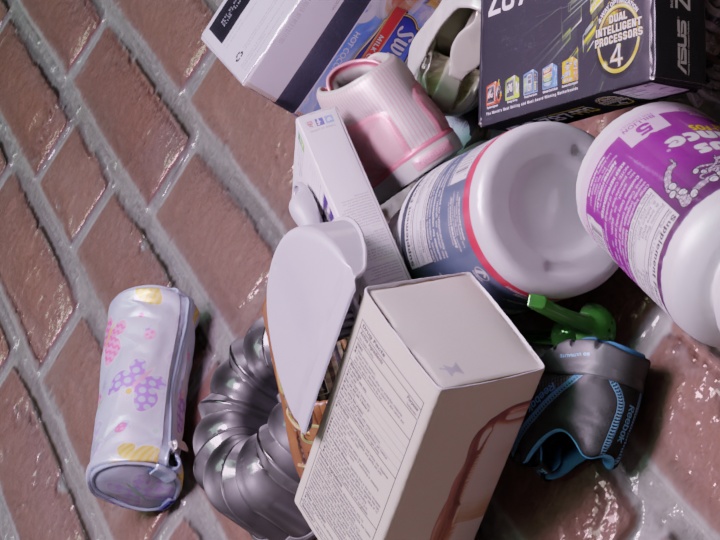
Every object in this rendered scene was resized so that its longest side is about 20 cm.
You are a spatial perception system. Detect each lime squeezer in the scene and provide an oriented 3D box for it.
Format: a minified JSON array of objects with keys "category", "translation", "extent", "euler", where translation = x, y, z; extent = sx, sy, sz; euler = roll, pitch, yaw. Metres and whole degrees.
[{"category":"lime squeezer","translation":[0.133,0.043,1.437],"extent":[0.200,0.071,0.038],"euler":[121,143,-81]}]

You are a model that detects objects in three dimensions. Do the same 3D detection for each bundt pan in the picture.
[{"category":"bundt pan","translation":[-0.062,0.111,1.663],"extent":[0.202,0.076,0.202],"euler":[-37,37,35]}]

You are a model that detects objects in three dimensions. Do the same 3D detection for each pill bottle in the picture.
[{"category":"pill bottle","translation":[0.094,-0.026,1.481],"extent":[0.200,0.119,0.120],"euler":[-24,45,66]},{"category":"pill bottle","translation":[0.220,-0.020,1.302],"extent":[0.112,0.112,0.200],"euler":[-55,31,11]}]

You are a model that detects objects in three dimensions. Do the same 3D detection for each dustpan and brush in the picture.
[{"category":"dustpan and brush","translation":[-0.031,0.000,1.467],"extent":[0.200,0.057,0.140],"euler":[60,141,45]}]

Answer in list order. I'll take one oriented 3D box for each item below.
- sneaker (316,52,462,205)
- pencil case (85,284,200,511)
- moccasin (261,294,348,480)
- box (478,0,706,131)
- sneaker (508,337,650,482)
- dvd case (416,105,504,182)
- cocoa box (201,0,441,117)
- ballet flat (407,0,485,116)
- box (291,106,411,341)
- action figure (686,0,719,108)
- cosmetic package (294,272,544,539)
[{"category":"sneaker","translation":[0.014,-0.110,1.602],"extent":[0.075,0.105,0.200],"euler":[-37,1,-10]},{"category":"pencil case","translation":[-0.187,0.109,1.848],"extent":[0.091,0.083,0.200],"euler":[-43,34,41]},{"category":"moccasin","translation":[-0.019,0.099,1.542],"extent":[0.078,0.074,0.202],"euler":[103,155,-79]},{"category":"box","translation":[0.151,-0.184,1.409],"extent":[0.200,0.049,0.161],"euler":[-9,76,60]},{"category":"sneaker","translation":[0.106,0.098,1.420],"extent":[0.200,0.073,0.082],"euler":[-16,56,53]},{"category":"dvd case","translation":[0.122,-0.148,1.648],"extent":[0.146,0.022,0.200],"euler":[20,84,60]},{"category":"cocoa box","translation":[-0.017,-0.232,1.818],"extent":[0.200,0.131,0.133],"euler":[-56,31,11]},{"category":"ballet flat","translation":[0.072,-0.159,1.579],"extent":[0.200,0.069,0.070],"euler":[115,165,-58]},{"category":"box","translation":[0.000,0.000,1.546],"extent":[0.144,0.036,0.200],"euler":[98,152,-66]},{"category":"action figure","translation":[0.239,-0.163,1.405],"extent":[0.119,0.102,0.200],"euler":[-57,40,13]},{"category":"cosmetic package","translation":[0.036,0.110,1.407],"extent":[0.103,0.087,0.200],"euler":[55,141,36]}]
